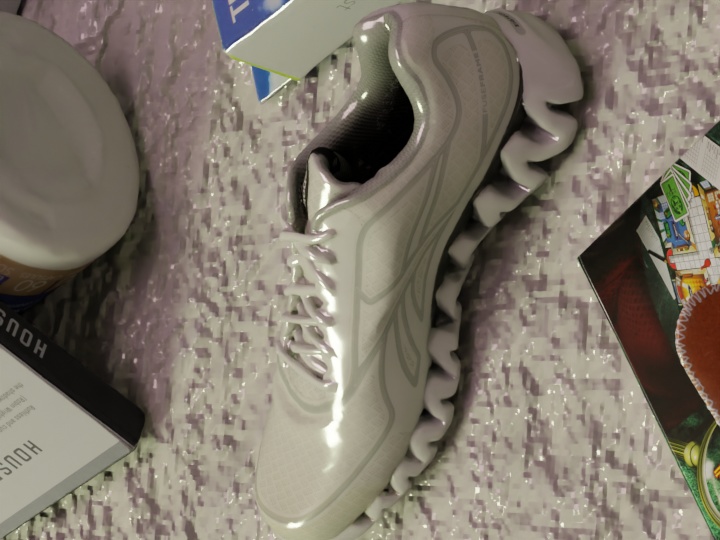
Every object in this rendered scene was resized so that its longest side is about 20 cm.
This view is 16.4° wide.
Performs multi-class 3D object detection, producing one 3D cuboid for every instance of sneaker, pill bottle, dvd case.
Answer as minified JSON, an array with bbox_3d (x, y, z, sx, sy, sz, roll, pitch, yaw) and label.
[{"bbox_3d":[0.000,0.000,0.850,0.075,0.081,0.201,32,106,43],"label":"sneaker"},{"bbox_3d":[-0.191,-0.012,1.026,0.200,0.111,0.112,-33,59,37],"label":"pill bottle"},{"bbox_3d":[-0.204,0.037,0.981,0.150,0.200,0.025,-33,27,36],"label":"dvd case"}]

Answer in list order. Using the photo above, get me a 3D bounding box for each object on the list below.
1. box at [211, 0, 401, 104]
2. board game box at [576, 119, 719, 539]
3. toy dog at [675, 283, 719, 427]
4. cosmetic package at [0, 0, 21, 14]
[{"bbox_3d":[0.003,-0.160,0.904,0.200,0.047,0.123,-33,59,36],"label":"box"},{"bbox_3d":[0.140,0.044,0.735,0.105,0.023,0.201,-43,53,29],"label":"board game box"},{"bbox_3d":[0.150,0.023,0.647,0.131,0.096,0.201,13,77,35],"label":"toy dog"},{"bbox_3d":[-0.224,-0.216,1.099,0.200,0.122,0.200,35,106,46],"label":"cosmetic package"}]
